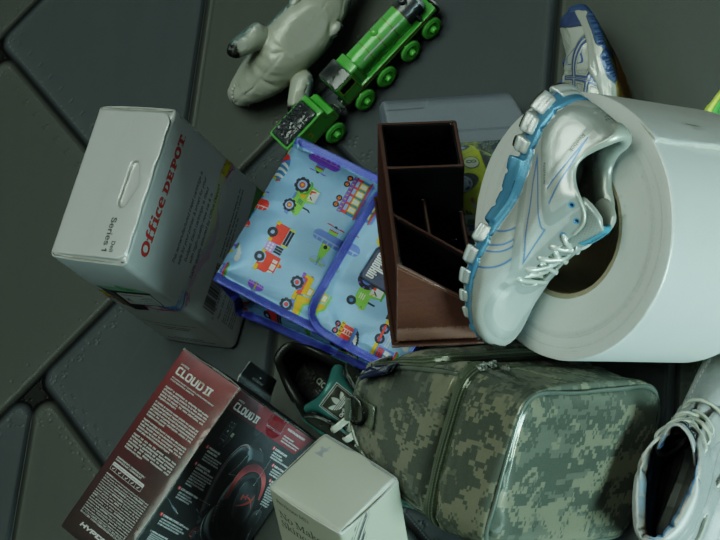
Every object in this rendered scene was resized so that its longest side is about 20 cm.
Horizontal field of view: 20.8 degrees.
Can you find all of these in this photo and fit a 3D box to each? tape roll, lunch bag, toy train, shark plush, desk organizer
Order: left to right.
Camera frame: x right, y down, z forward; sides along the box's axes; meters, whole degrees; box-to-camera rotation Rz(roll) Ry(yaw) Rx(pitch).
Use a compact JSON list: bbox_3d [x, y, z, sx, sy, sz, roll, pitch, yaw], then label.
[{"bbox_3d":[-0.057,-0.237,1.839,0.091,0.083,0.201,31,90,-8],"label":"shark plush"},{"bbox_3d":[-0.004,-0.178,1.795,0.200,0.056,0.042,-48,56,1],"label":"toy train"},{"bbox_3d":[0.000,0.000,1.706,0.199,0.094,0.151,25,76,20],"label":"lunch bag"},{"bbox_3d":[0.052,-0.032,1.541,0.071,0.077,0.200,-2,37,-3],"label":"desk organizer"},{"bbox_3d":[0.106,0.123,1.512,0.167,0.199,0.140,21,104,42],"label":"lunch bag"},{"bbox_3d":[0.204,-0.030,1.503,0.202,0.139,0.204,-4,85,49],"label":"tape roll"}]

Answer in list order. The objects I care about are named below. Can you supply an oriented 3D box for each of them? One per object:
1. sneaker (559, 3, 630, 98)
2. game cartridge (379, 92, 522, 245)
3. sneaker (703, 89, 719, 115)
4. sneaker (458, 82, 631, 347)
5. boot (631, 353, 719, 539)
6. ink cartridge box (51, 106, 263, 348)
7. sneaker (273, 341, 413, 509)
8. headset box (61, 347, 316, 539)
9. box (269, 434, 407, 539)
[{"bbox_3d":[0.186,-0.135,1.667,0.088,0.075,0.201,-22,59,17],"label":"sneaker"},{"bbox_3d":[0.095,-0.061,1.669,0.132,0.041,0.201,-3,63,-12],"label":"game cartridge"},{"bbox_3d":[0.307,-0.058,1.576,0.083,0.074,0.201,5,81,27],"label":"sneaker"},{"bbox_3d":[0.138,-0.029,1.422,0.087,0.075,0.201,32,111,38],"label":"sneaker"},{"bbox_3d":[0.262,0.128,1.495,0.073,0.096,0.201,8,72,29],"label":"boot"},{"bbox_3d":[-0.169,-0.037,1.728,0.084,0.200,0.146,6,70,29],"label":"ink cartridge box"},{"bbox_3d":[-0.002,0.128,1.639,0.200,0.080,0.072,36,87,34],"label":"sneaker"},{"bbox_3d":[-0.134,0.169,1.648,0.075,0.149,0.201,32,85,34],"label":"headset box"},{"bbox_3d":[-0.008,0.227,1.524,0.082,0.201,0.068,28,55,34],"label":"box"}]
